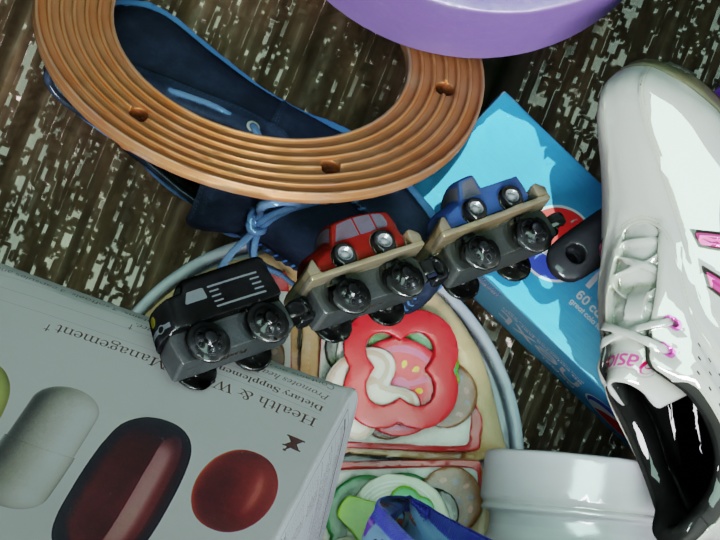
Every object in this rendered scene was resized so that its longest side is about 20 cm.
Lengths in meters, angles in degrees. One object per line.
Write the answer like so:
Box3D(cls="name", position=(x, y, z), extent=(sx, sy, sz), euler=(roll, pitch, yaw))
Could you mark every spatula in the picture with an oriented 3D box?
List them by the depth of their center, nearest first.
Box3D(cls="spatula", position=(0.143, -0.041, 1.297), extent=(0.200, 0.021, 0.057), euler=(-31, 80, -43))

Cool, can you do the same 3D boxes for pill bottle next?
Box3D(cls="pill bottle", position=(0.086, 0.180, 1.262), extent=(0.112, 0.112, 0.201), euler=(6, 84, -4))

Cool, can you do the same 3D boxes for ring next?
Box3D(cls="ring", position=(-0.044, -0.095, 1.278), extent=(0.199, 0.019, 0.201), euler=(11, 42, -9))

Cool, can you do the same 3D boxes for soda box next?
Box3D(cls="soda box", position=(0.109, 0.017, 1.309), extent=(0.200, 0.064, 0.068), euler=(44, 82, 1))

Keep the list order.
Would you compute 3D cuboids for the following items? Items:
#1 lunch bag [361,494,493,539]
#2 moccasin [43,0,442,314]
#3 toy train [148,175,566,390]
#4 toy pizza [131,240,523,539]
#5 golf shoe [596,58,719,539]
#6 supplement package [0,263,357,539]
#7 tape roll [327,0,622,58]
Box3D(cls="lunch bag", position=(0.028, 0.188, 1.187), extent=(0.094, 0.200, 0.151), euler=(10, 102, -36))
Box3D(cls="moccasin", position=(-0.055, -0.037, 1.285), extent=(0.199, 0.081, 0.068), euler=(32, 38, 17))
Box3D(cls="toy train", position=(0.000, 0.000, 1.217), extent=(0.199, 0.034, 0.046), euler=(-18, 67, -31))
Box3D(cls="toy pizza", position=(-0.025, 0.082, 1.307), extent=(0.199, 0.032, 0.202), euler=(1, 83, -5))
Box3D(cls="golf shoe", position=(0.132, 0.014, 1.209), extent=(0.092, 0.072, 0.201), euler=(-24, 100, -49))
Box3D(cls="supplement package", position=(-0.128, 0.123, 1.176), extent=(0.190, 0.200, 0.148), euler=(18, 123, 7))
Box3D(cls="tape roll", position=(0.053, -0.198, 1.267), extent=(0.198, 0.085, 0.202), euler=(1, 82, -6))
